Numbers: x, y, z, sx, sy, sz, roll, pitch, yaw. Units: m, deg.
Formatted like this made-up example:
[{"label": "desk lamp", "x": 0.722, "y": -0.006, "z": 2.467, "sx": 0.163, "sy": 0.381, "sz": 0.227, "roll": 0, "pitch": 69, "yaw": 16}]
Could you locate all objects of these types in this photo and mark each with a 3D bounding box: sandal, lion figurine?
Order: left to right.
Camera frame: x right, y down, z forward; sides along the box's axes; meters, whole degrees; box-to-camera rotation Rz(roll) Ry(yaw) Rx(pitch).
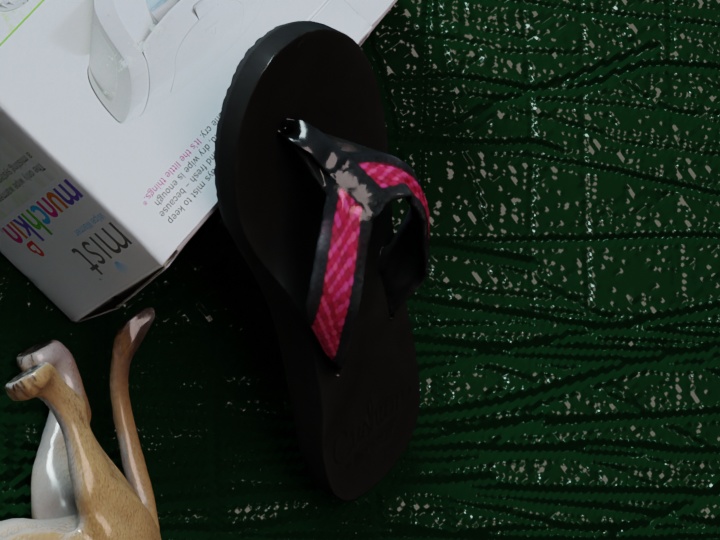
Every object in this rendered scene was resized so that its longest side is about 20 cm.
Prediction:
[{"label": "lion figurine", "x": -0.116, "y": 0.105, "z": 0.881, "sx": 0.200, "sy": 0.072, "sz": 0.123, "roll": -34, "pitch": 100, "yaw": -33}, {"label": "sandal", "x": 0.000, "y": 0.000, "z": 0.913, "sx": 0.075, "sy": 0.045, "sz": 0.200, "roll": -42, "pitch": 137, "yaw": -31}]

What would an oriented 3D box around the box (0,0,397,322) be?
[{"label": "box", "x": -0.084, "y": -0.117, "z": 0.938, "sx": 0.176, "sy": 0.097, "sz": 0.200, "roll": 44, "pitch": 62, "yaw": -10}]
